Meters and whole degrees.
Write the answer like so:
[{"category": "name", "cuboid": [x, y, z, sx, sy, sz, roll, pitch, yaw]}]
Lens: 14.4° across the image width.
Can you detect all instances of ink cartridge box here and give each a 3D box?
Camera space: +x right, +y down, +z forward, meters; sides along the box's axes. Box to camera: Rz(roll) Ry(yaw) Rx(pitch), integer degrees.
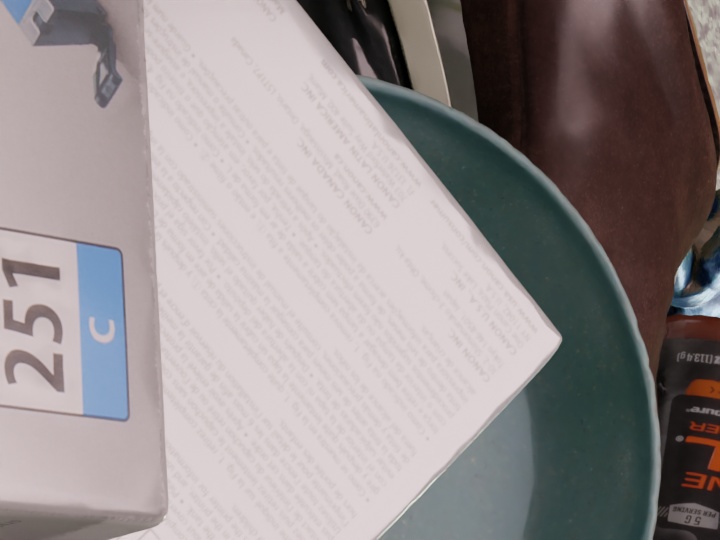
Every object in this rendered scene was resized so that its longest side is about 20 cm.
[{"category": "ink cartridge box", "cuboid": [-0.065, 0.018, 0.692, 0.200, 0.057, 0.163, -43, 99, -28]}, {"category": "ink cartridge box", "cuboid": [-0.124, -0.046, 0.600, 0.176, 0.045, 0.200, 9, 70, -43]}]

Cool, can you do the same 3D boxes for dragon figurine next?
[{"category": "dragon figurine", "cuboid": [0.127, 0.010, 1.142, 0.059, 0.099, 0.200, 41, 21, 22]}]

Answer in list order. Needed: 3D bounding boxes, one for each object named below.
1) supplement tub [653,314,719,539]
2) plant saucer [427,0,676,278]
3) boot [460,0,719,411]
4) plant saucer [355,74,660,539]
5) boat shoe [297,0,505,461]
[{"category": "supplement tub", "cuboid": [0.118, 0.119, 1.046, 0.107, 0.107, 0.200, 59, 31, -37]}, {"category": "plant saucer", "cuboid": [0.026, -0.036, 0.939, 0.200, 0.050, 0.200, 4, 84, -42]}, {"category": "boot", "cuboid": [0.059, -0.066, 0.856, 0.200, 0.072, 0.167, 57, 33, -39]}, {"category": "plant saucer", "cuboid": [-0.015, 0.047, 0.768, 0.200, 0.036, 0.200, 3, 82, -21]}, {"category": "boat shoe", "cuboid": [0.000, 0.000, 0.840, 0.075, 0.066, 0.200, -123, -157, -79]}]
